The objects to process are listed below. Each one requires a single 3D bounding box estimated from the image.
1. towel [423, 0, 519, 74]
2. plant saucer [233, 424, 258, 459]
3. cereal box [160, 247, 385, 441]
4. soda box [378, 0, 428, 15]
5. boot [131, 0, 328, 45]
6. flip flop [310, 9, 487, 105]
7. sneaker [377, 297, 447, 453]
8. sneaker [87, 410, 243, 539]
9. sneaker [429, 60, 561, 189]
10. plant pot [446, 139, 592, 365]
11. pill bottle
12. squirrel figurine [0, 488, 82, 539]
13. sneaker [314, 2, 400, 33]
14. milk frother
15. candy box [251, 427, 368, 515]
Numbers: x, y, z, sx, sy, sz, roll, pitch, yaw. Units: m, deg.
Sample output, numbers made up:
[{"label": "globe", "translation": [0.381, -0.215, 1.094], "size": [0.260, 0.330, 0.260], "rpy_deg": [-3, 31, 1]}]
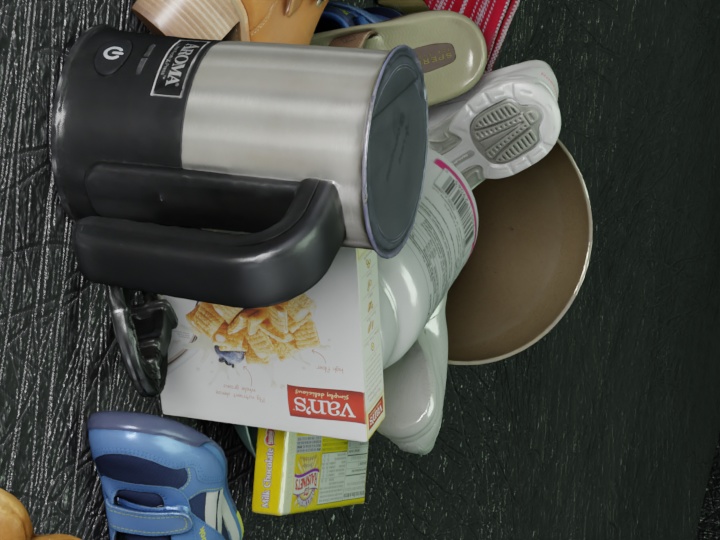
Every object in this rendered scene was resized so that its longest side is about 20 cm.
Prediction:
[{"label": "towel", "translation": [0.053, -0.253, 1.664], "size": [0.022, 0.200, 0.145], "rpy_deg": [-19, 151, -27]}, {"label": "plant saucer", "translation": [-0.064, 0.037, 1.609], "size": [0.201, 0.038, 0.202], "rpy_deg": [6, 90, -73]}, {"label": "cereal box", "translation": [-0.060, 0.003, 1.427], "size": [0.040, 0.143, 0.201], "rpy_deg": [-49, 141, -57]}, {"label": "soda box", "translation": [0.062, -0.305, 1.877], "size": [0.064, 0.067, 0.201], "rpy_deg": [16, 79, -74]}, {"label": "boot", "translation": [-0.037, -0.163, 1.432], "size": [0.155, 0.074, 0.200], "rpy_deg": [-48, 146, -4]}, {"label": "flip flop", "translation": [-0.004, -0.121, 1.544], "size": [0.058, 0.199, 0.082], "rpy_deg": [-149, -137, -69]}, {"label": "sneaker", "translation": [0.034, 0.036, 1.697], "size": [0.089, 0.075, 0.201], "rpy_deg": [53, 37, -62]}, {"label": "sneaker", "translation": [-0.119, 0.152, 1.404], "size": [0.200, 0.073, 0.083], "rpy_deg": [70, 32, -54]}, {"label": "sneaker", "translation": [0.062, -0.088, 1.659], "size": [0.078, 0.199, 0.099], "rpy_deg": [60, 25, -16]}, {"label": "plant pot", "translation": [0.063, -0.033, 1.814], "size": [0.134, 0.199, 0.202], "rpy_deg": [-168, -98, -73]}, {"label": "pill bottle", "translation": [0.000, 0.000, 1.546], "size": [0.200, 0.113, 0.114], "rpy_deg": [-53, 145, -59]}, {"label": "squirrel figurine", "translation": [-0.110, 0.223, 1.251], "size": [0.200, 0.185, 0.142], "rpy_deg": [66, 33, -59]}, {"label": "sneaker", "translation": [-0.007, -0.157, 1.658], "size": [0.200, 0.073, 0.083], "rpy_deg": [-56, 146, -60]}, {"label": "milk frother", "translation": [-0.064, -0.026, 1.324], "size": [0.200, 0.187, 0.181], "rpy_deg": [66, 35, -57]}, {"label": "candy box", "translation": [-0.031, 0.116, 1.633], "size": [0.200, 0.026, 0.103], "rpy_deg": [12, 84, -74]}]
